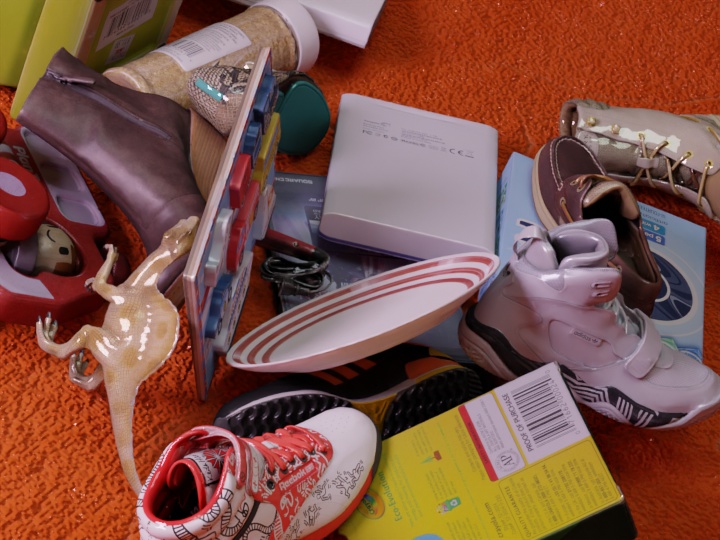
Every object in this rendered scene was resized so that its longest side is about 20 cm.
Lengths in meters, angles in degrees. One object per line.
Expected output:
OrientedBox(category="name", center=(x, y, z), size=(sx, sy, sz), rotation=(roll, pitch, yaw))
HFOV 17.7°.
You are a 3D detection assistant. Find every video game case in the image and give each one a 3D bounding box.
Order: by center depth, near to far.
OrientedBox(category="video game case", center=(0.000, 0.000, 1.735), size=(0.142, 0.019, 0.200), rotation=(5, 40, -17))

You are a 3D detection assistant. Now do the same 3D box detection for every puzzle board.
OrientedBox(category="puzzle board", center=(-0.084, -0.031, 1.590), size=(0.017, 0.151, 0.200), rotation=(11, 56, 8))

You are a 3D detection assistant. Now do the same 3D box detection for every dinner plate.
OrientedBox(category="dinner plate", center=(0.004, 0.034, 1.581), size=(0.200, 0.200, 0.024), rotation=(-31, 103, -43))

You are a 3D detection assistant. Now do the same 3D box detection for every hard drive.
OrientedBox(category="hard drive", center=(0.040, -0.070, 1.794), size=(0.132, 0.025, 0.200), rotation=(13, 31, -3))
OrientedBox(category="hard drive", center=(-0.078, -0.250, 1.963), size=(0.199, 0.026, 0.132), rotation=(20, 24, 0))

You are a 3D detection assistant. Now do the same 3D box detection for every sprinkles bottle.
OrientedBox(category="sprinkles bottle", center=(-0.120, -0.158, 1.829), size=(0.068, 0.068, 0.200), rotation=(38, 43, 22))

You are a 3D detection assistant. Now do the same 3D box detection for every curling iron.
OrientedBox(category="curling iron", center=(-0.109, -0.033, 1.703), size=(0.200, 0.026, 0.050), rotation=(27, 37, 20))

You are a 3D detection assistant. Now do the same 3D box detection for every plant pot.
OrientedBox(category="plant pot", center=(-0.240, -0.245, 1.787), size=(0.181, 0.199, 0.200), rotation=(38, 42, 13))

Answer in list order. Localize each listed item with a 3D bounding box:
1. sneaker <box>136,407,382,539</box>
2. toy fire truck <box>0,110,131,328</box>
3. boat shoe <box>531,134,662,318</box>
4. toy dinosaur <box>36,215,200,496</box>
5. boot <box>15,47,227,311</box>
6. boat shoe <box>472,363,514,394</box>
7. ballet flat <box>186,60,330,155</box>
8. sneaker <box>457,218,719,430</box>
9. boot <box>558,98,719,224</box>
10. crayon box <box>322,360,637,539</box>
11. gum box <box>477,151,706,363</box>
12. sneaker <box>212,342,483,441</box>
OrientedBox(category="sneaker", center=(-0.061, 0.128, 1.451), size=(0.067, 0.108, 0.201), rotation=(26, 53, 33))
OrientedBox(category="toy fire truck", center=(-0.243, -0.038, 1.621), size=(0.168, 0.112, 0.200), rotation=(8, 37, -43))
OrientedBox(category="boat shoe", center=(0.183, -0.040, 1.728), size=(0.072, 0.072, 0.200), rotation=(10, 42, -20))
OrientedBox(category="toy dinosaur", center=(-0.161, 0.054, 1.527), size=(0.101, 0.201, 0.058), rotation=(4, -12, 35))
OrientedBox(category="boot", center=(-0.173, -0.063, 1.633), size=(0.166, 0.072, 0.200), rotation=(29, 36, -11))
OrientedBox(category="boat shoe", center=(0.134, 0.137, 1.595), size=(0.076, 0.072, 0.200), rotation=(13, 38, -26))
OrientedBox(category="ballet flat", center=(-0.081, -0.132, 1.757), size=(0.075, 0.068, 0.200), rotation=(34, 9, 14))
OrientedBox(category="sneaker", center=(0.177, 0.036, 1.609), size=(0.199, 0.115, 0.075), rotation=(17, 34, -11))
OrientedBox(category="boot", center=(0.246, -0.084, 1.872), size=(0.154, 0.072, 0.200), rotation=(9, 22, -12))
OrientedBox(category="crayon box", center=(0.064, 0.156, 1.504), size=(0.200, 0.051, 0.127), rotation=(-24, 49, 1))
OrientedBox(category="gum box", center=(0.178, 0.012, 1.762), size=(0.169, 0.045, 0.200), rotation=(21, 38, -8))
OrientedBox(category="sneaker", center=(-0.020, 0.093, 1.593), size=(0.200, 0.070, 0.090), rotation=(-10, 25, -25))
